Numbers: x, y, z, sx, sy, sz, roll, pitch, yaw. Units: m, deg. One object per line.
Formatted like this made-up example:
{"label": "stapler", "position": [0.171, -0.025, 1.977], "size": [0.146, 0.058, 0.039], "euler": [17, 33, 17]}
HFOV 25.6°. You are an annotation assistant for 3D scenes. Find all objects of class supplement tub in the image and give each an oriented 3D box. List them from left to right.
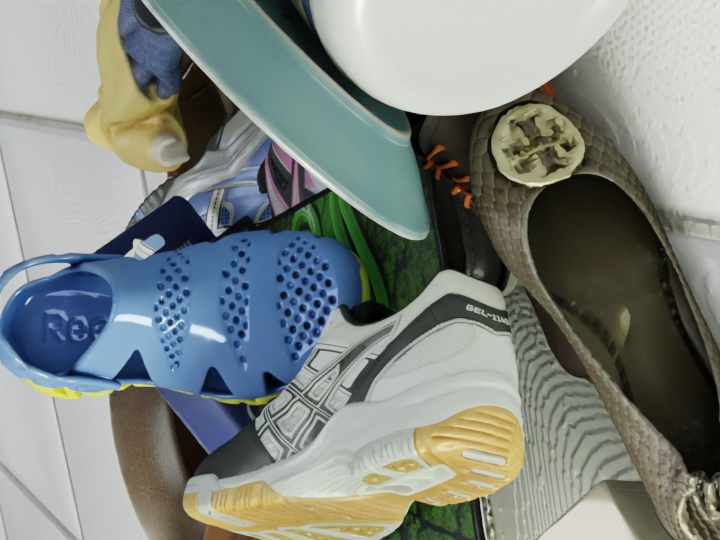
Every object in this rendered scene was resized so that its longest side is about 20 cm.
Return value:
{"label": "supplement tub", "position": [0.011, -0.173, 0.608], "size": [0.201, 0.144, 0.146], "euler": [57, 150, 36]}

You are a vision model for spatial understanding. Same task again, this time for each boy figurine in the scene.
{"label": "boy figurine", "position": [-0.111, -0.106, 0.855], "size": [0.200, 0.064, 0.126], "euler": [119, 141, -63]}

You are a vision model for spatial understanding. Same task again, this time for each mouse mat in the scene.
{"label": "mouse mat", "position": [-0.005, 0.058, 0.727], "size": [0.160, 0.007, 0.202], "euler": [-25, 66, 50]}

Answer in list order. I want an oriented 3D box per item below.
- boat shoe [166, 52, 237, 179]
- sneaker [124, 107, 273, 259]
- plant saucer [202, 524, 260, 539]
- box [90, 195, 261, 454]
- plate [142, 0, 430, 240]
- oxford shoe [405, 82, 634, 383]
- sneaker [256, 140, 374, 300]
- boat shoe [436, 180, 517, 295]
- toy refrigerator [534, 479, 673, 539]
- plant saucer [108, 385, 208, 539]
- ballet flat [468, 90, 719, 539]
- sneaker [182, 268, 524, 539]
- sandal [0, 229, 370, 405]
{"label": "boat shoe", "position": [-0.090, -0.063, 1.011], "size": [0.065, 0.070, 0.202], "euler": [-76, -22, -60]}
{"label": "sneaker", "position": [-0.074, -0.026, 0.925], "size": [0.200, 0.075, 0.077], "euler": [-44, 71, 42]}
{"label": "plant saucer", "position": [-0.052, 0.184, 0.958], "size": [0.032, 0.201, 0.202], "euler": [8, 120, 17]}
{"label": "box", "position": [-0.055, 0.051, 0.841], "size": [0.032, 0.121, 0.201], "euler": [-37, 93, 34]}
{"label": "plate", "position": [-0.034, -0.094, 0.609], "size": [0.200, 0.026, 0.200], "euler": [45, -166, -14]}
{"label": "oxford shoe", "position": [0.056, -0.042, 0.673], "size": [0.202, 0.072, 0.071], "euler": [70, 156, 13]}
{"label": "sneaker", "position": [0.000, 0.000, 0.802], "size": [0.086, 0.080, 0.202], "euler": [-48, 46, 40]}
{"label": "boat shoe", "position": [0.018, -0.077, 0.756], "size": [0.074, 0.063, 0.203], "euler": [-39, 69, 62]}
{"label": "toy refrigerator", "position": [0.073, 0.180, 0.671], "size": [0.200, 0.070, 0.076], "euler": [-48, 55, 25]}
{"label": "plant saucer", "position": [-0.092, 0.111, 1.006], "size": [0.200, 0.032, 0.202], "euler": [51, -152, -42]}
{"label": "ballet flat", "position": [0.102, 0.017, 0.609], "size": [0.046, 0.067, 0.202], "euler": [98, 147, -78]}
{"label": "sneaker", "position": [-0.002, 0.061, 0.673], "size": [0.199, 0.075, 0.089], "euler": [-25, 54, 45]}
{"label": "sandal", "position": [-0.092, 0.022, 0.726], "size": [0.087, 0.198, 0.080], "euler": [27, -124, -66]}
